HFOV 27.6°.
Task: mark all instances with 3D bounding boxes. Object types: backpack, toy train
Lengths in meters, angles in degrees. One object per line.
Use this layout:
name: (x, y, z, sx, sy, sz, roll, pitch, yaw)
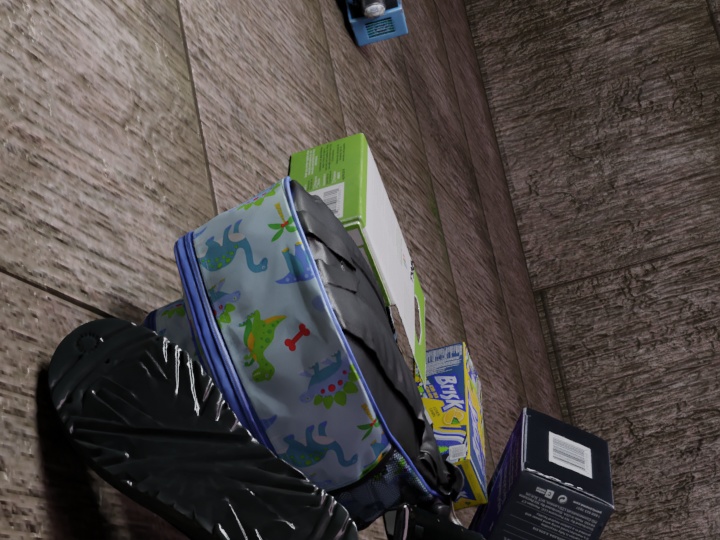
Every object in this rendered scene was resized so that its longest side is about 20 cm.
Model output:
backpack: (-0.046, 0.060, 0.891, 0.201, 0.145, 0.184, 62, 3, -55)
toy train: (0.005, -0.387, 1.841, 0.115, 0.085, 0.202, 70, 8, -63)

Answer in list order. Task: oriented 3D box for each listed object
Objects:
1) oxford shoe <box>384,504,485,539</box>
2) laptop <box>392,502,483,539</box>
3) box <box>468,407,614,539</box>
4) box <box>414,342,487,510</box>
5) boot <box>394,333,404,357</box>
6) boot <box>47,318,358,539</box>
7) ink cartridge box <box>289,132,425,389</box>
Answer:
oxford shoe: (0.079, 0.280, 1.357, 0.073, 0.083, 0.203, 24, 53, -76)
laptop: (-0.015, 0.230, 0.789, 0.187, 0.114, 0.203, 42, 54, -68)
box: (0.179, 0.274, 1.538, 0.148, 0.103, 0.202, -71, -177, -70)
box: (0.098, 0.172, 1.616, 0.201, 0.063, 0.071, -86, 157, -55)
boot: (0.007, 0.098, 1.224, 0.200, 0.096, 0.076, 16, 59, -75)
boot: (-0.088, 0.136, 0.794, 0.199, 0.076, 0.169, 37, -31, 14)
ink cartridge box: (0.000, 0.000, 1.364, 0.149, 0.075, 0.202, -88, 160, -55)
